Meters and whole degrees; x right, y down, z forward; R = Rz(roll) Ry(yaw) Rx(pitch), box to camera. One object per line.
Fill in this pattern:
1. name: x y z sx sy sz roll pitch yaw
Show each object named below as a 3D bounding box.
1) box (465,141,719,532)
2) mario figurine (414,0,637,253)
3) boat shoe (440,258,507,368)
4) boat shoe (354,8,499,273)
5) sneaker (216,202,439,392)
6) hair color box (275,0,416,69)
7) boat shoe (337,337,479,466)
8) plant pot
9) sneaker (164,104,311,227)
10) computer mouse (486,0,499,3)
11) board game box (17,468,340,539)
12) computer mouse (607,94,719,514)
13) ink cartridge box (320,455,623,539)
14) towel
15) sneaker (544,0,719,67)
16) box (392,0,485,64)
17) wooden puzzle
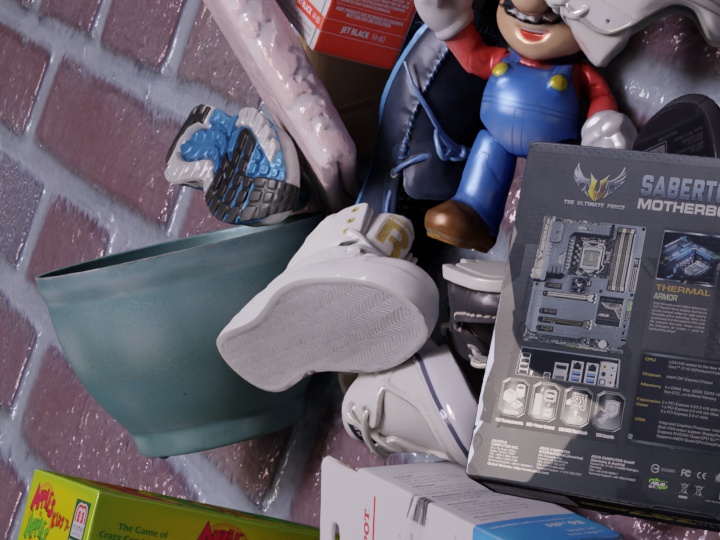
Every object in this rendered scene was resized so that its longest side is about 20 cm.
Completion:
1. box: 0.157 0.032 0.756 0.198 0.051 0.159 7 77 22
2. mario figurine: 0.090 -0.108 0.975 0.106 0.123 0.202 -167 88 -75
3. boat shoe: 0.075 0.025 0.919 0.200 0.073 0.061 -172 87 -89
4. boat shoe: 0.049 -0.061 1.074 0.069 0.084 0.201 51 136 46
5. sneaker: 0.000 0.000 0.997 0.116 0.074 0.200 -51 17 -28
6. hair color box: 0.010 -0.238 1.055 0.111 0.064 0.201 53 126 53
7. boat shoe: 0.025 0.077 0.979 0.070 0.071 0.200 -30 16 -5
8. plant pot: -0.106 0.047 1.175 0.200 0.199 0.135 -4 99 58
9. sneaker: -0.064 -0.065 1.180 0.075 0.086 0.200 -64 23 4
10. computer mouse: 0.113 -0.237 1.065 0.200 0.046 0.142 5 79 59
11. board game box: -0.094 0.167 1.060 0.101 0.199 0.048 4 79 59
12. computer mouse: 0.155 0.024 0.867 0.140 0.046 0.202 -34 53 54
13. ink cartridge box: 0.052 0.170 0.923 0.200 0.066 0.117 17 108 60
14. towel: -0.058 -0.138 1.126 0.201 0.032 0.191 58 178 8
15. sneaker: 0.113 -0.159 0.908 0.078 0.198 0.100 -11 -69 -81
16. box: 0.047 -0.247 1.100 0.201 0.043 0.160 -66 33 25
17. wooden puzzle: 0.012 -0.177 1.219 0.185 0.037 0.202 -10 72 56
